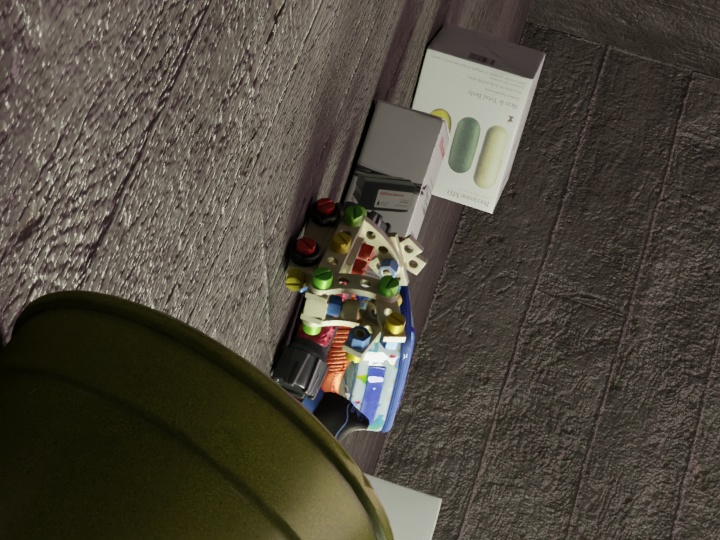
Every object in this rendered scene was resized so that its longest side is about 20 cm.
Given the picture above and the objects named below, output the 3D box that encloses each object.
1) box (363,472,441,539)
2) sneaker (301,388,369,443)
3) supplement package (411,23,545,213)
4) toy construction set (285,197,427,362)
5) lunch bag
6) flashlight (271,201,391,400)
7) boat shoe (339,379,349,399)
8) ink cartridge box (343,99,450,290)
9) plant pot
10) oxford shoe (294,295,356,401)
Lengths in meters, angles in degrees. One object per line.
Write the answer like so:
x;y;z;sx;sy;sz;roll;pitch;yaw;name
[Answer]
0.006;0.355;2.017;0.125;0.199;0.098;92;17;-65;box
-0.063;0.219;1.503;0.201;0.078;0.070;-62;179;19;sneaker
0.152;-0.214;1.969;0.151;0.151;0.201;-59;165;-64;supplement package
0.000;0.000;1.333;0.200;0.131;0.092;-61;167;-61;toy construction set
0.015;0.098;1.763;0.200;0.082;0.161;101;-10;-46;lunch bag
-0.033;0.030;1.451;0.068;0.068;0.201;-1;-118;57;flashlight
-0.045;0.154;1.661;0.072;0.062;0.200;100;8;-49;boat shoe
0.032;-0.079;1.604;0.145;0.084;0.201;43;66;-84;ink cartridge box
-0.119;0.146;0.570;0.193;0.200;0.201;-53;164;-34;plant pot
-0.050;0.094;1.541;0.073;0.071;0.201;-131;-130;-64;oxford shoe
